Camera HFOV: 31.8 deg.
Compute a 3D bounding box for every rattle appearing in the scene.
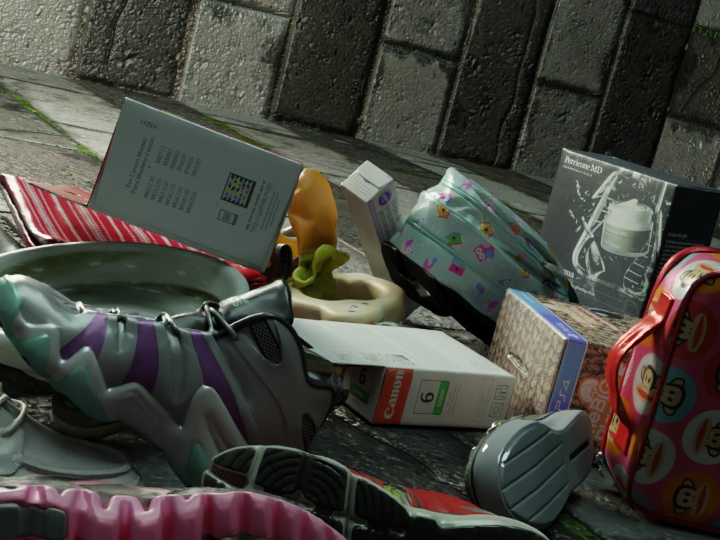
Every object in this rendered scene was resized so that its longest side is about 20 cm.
[{"bbox_3d":[0.000,0.000,1.170,0.130,0.144,0.200,14,8,-19],"label":"rattle"}]

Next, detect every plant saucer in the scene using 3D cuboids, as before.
[{"bbox_3d":[-0.172,0.032,0.820,0.199,0.051,0.200,2,18,-1],"label":"plant saucer"}]

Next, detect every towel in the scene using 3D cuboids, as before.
[{"bbox_3d":[-0.186,-0.030,1.038,0.199,0.023,0.145,11,21,-33],"label":"towel"}]

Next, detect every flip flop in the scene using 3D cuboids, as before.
[{"bbox_3d":[-0.109,0.084,0.843,0.199,0.058,0.081,-15,23,-37],"label":"flip flop"}]

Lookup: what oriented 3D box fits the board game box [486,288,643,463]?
[{"bbox_3d":[0.225,0.100,1.081,0.199,0.097,0.159,12,11,-14],"label":"board game box"}]

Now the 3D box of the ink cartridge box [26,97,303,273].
[{"bbox_3d":[-0.139,-0.069,0.949,0.175,0.084,0.200,20,0,-6],"label":"ink cartridge box"}]

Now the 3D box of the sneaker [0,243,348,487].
[{"bbox_3d":[-0.093,0.032,0.702,0.200,0.140,0.078,42,-7,-22],"label":"sneaker"}]

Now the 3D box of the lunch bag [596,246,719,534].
[{"bbox_3d":[0.259,0.089,0.915,0.175,0.201,0.082,13,15,-11],"label":"lunch bag"}]

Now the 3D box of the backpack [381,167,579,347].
[{"bbox_3d":[0.116,-0.006,1.246,0.200,0.127,0.167,36,-4,-43],"label":"backpack"}]

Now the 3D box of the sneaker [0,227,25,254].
[{"bbox_3d":[-0.269,0.013,0.961,0.090,0.076,0.200,15,18,-37],"label":"sneaker"}]

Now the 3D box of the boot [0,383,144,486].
[{"bbox_3d":[-0.198,0.074,0.643,0.199,0.096,0.074,9,12,-28],"label":"boot"}]

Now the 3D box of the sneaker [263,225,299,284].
[{"bbox_3d":[-0.133,-0.023,1.235,0.199,0.091,0.075,4,15,-45],"label":"sneaker"}]

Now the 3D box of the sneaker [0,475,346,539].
[{"bbox_3d":[-0.098,0.129,0.596,0.199,0.079,0.095,13,-1,-17],"label":"sneaker"}]

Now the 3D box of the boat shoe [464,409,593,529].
[{"bbox_3d":[0.108,0.135,0.869,0.062,0.072,0.200,-7,-3,25],"label":"boat shoe"}]

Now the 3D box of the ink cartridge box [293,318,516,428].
[{"bbox_3d":[0.014,0.082,1.015,0.199,0.051,0.109,6,14,-34],"label":"ink cartridge box"}]

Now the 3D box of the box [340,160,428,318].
[{"bbox_3d":[0.027,-0.026,1.277,0.041,0.039,0.200,36,-21,35],"label":"box"}]

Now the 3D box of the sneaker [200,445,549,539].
[{"bbox_3d":[0.007,0.144,0.677,0.199,0.077,0.085,20,-1,-9],"label":"sneaker"}]

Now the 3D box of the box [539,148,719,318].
[{"bbox_3d":[0.354,-0.042,1.700,0.124,0.198,0.200,5,14,-43],"label":"box"}]
